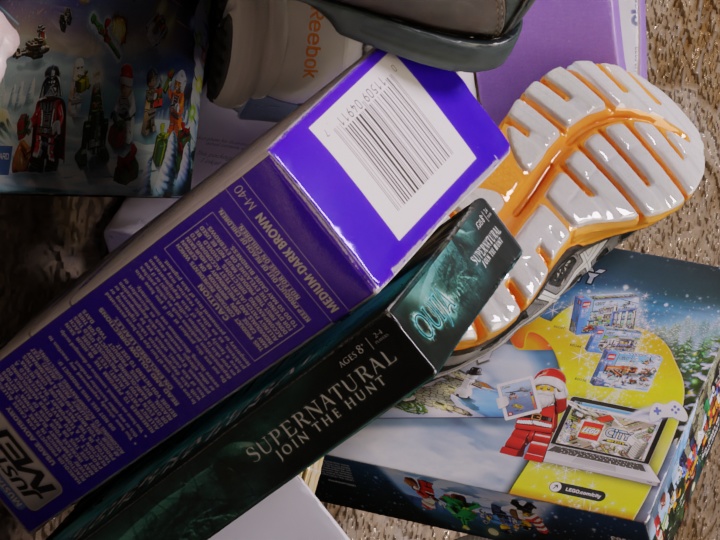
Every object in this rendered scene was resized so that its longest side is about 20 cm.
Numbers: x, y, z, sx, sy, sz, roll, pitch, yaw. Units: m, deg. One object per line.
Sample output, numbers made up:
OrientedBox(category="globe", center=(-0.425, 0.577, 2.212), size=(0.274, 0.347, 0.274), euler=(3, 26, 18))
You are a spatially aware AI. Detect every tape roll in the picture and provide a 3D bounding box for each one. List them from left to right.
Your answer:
OrientedBox(category="tape roll", center=(0.091, -0.144, 1.344), size=(0.200, 0.065, 0.202), euler=(-3, 90, -80))

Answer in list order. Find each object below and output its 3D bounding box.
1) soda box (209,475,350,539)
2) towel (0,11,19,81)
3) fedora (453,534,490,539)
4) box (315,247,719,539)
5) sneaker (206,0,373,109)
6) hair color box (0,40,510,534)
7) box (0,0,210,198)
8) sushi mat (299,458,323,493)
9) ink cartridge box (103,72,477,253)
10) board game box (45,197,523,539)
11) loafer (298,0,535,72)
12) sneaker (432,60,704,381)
OrientedBox(category="soda box", center=(-0.080, 0.161, 1.040), size=(0.200, 0.068, 0.064), euler=(-37, 142, -6))
OrientedBox(category="towel", center=(-0.195, -0.062, 0.840), size=(0.191, 0.032, 0.201), euler=(55, 48, -37))
OrientedBox(category="fedora", center=(-0.002, 0.202, 1.302), size=(0.200, 0.090, 0.178), euler=(-52, 141, -36))
OrientedBox(category="box", center=(0.054, 0.046, 1.240), size=(0.137, 0.199, 0.038), euler=(-61, 150, -35))
OrientedBox(category="sneaker", center=(-0.018, -0.099, 1.116), size=(0.200, 0.079, 0.074), euler=(-100, -165, -71))
OrientedBox(category="hair color box", center=(-0.051, 0.005, 1.024), size=(0.065, 0.200, 0.109), euler=(52, 40, -6))
OrientedBox(category="box", center=(-0.116, -0.096, 1.029), size=(0.200, 0.040, 0.138), euler=(-3, 100, -64))
OrientedBox(category="sushi mat", center=(0.000, 0.000, 1.130), size=(0.096, 0.012, 0.201), euler=(131, -25, -83))
OrientedBox(category="ink cartridge box", center=(-0.022, -0.037, 1.210), size=(0.200, 0.067, 0.118), euler=(-58, 149, -38))
OrientedBox(category="board game box", center=(-0.039, 0.057, 1.011), size=(0.028, 0.200, 0.135), euler=(51, 22, -5))
OrientedBox(category="loafer", center=(-0.029, -0.124, 0.959), size=(0.072, 0.199, 0.063), euler=(-97, -151, -45))
OrientedBox(category="sneaker", center=(0.067, -0.019, 1.219), size=(0.200, 0.078, 0.077), euler=(-34, 167, -36))
